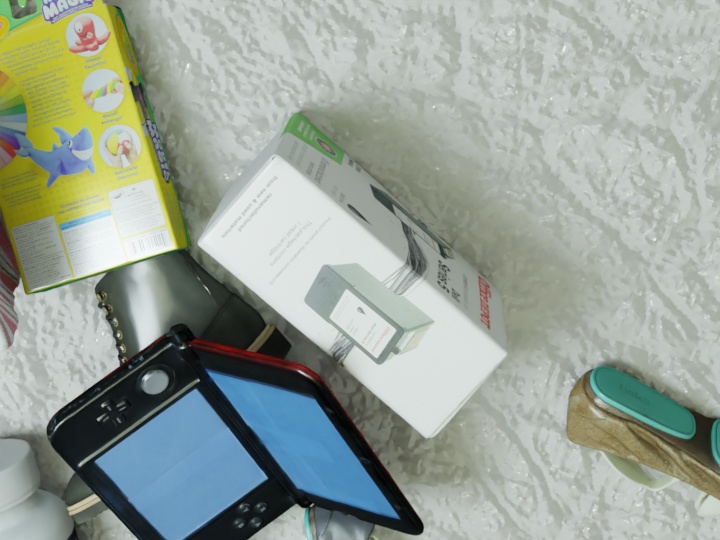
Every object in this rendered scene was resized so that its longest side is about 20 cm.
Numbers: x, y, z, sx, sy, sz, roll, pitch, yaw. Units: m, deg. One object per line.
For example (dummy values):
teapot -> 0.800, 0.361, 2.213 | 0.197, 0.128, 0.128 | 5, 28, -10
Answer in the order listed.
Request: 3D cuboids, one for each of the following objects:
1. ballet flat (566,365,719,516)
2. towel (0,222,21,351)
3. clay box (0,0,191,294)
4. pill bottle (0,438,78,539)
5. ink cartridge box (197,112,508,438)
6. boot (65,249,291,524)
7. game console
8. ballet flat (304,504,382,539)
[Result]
ballet flat -> 0.236, 0.137, 1.177 | 0.199, 0.068, 0.072 | 22, 127, -3
towel -> -0.254, -0.040, 1.086 | 0.030, 0.200, 0.147 | -17, 106, -8
clay box -> -0.200, -0.095, 1.126 | 0.114, 0.048, 0.201 | -16, 90, 9
pill bottle -> -0.257, 0.232, 1.212 | 0.110, 0.111, 0.201 | -11, 106, 7
ink cartridge box -> 0.000, 0.000, 1.104 | 0.200, 0.146, 0.084 | 41, 104, -9
boot -> -0.167, 0.071, 1.184 | 0.200, 0.077, 0.138 | -42, 96, 1
game console -> -0.083, 0.142, 1.108 | 0.172, 0.119, 0.200 | -36, 132, -4
ballet flat -> 0.003, 0.264, 1.227 | 0.073, 0.073, 0.201 | -5, 104, 6
